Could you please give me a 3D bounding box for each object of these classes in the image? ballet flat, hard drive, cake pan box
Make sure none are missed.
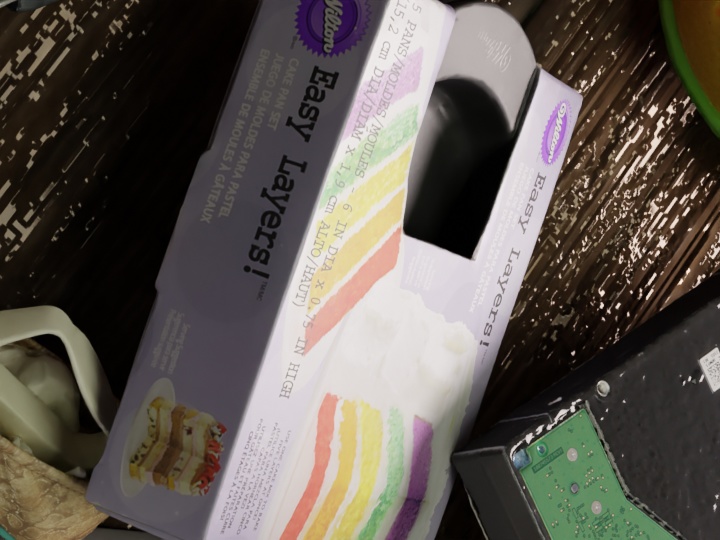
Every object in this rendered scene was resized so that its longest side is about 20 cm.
[{"bbox_3d":[-0.129,0.017,0.702,0.065,0.071,0.200,-26,137,16],"label":"ballet flat"},{"bbox_3d":[0.138,0.086,0.888,0.200,0.038,0.140,-32,100,-36],"label":"hard drive"},{"bbox_3d":[0.000,0.000,0.778,0.184,0.052,0.201,22,87,-66],"label":"cake pan box"}]

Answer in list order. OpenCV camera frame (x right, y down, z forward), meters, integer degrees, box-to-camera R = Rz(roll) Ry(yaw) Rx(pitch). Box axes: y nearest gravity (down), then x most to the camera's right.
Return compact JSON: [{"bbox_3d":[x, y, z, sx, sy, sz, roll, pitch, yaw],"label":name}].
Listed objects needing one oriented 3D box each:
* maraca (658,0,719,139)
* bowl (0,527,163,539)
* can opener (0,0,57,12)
[{"bbox_3d":[0.195,-0.088,0.897,0.137,0.107,0.200,-22,94,0],"label":"maraca"},{"bbox_3d":[-0.091,0.196,0.790,0.200,0.075,0.200,11,95,-39],"label":"bowl"},{"bbox_3d":[-0.109,-0.095,0.712,0.200,0.053,0.067,-25,150,-32],"label":"can opener"}]
